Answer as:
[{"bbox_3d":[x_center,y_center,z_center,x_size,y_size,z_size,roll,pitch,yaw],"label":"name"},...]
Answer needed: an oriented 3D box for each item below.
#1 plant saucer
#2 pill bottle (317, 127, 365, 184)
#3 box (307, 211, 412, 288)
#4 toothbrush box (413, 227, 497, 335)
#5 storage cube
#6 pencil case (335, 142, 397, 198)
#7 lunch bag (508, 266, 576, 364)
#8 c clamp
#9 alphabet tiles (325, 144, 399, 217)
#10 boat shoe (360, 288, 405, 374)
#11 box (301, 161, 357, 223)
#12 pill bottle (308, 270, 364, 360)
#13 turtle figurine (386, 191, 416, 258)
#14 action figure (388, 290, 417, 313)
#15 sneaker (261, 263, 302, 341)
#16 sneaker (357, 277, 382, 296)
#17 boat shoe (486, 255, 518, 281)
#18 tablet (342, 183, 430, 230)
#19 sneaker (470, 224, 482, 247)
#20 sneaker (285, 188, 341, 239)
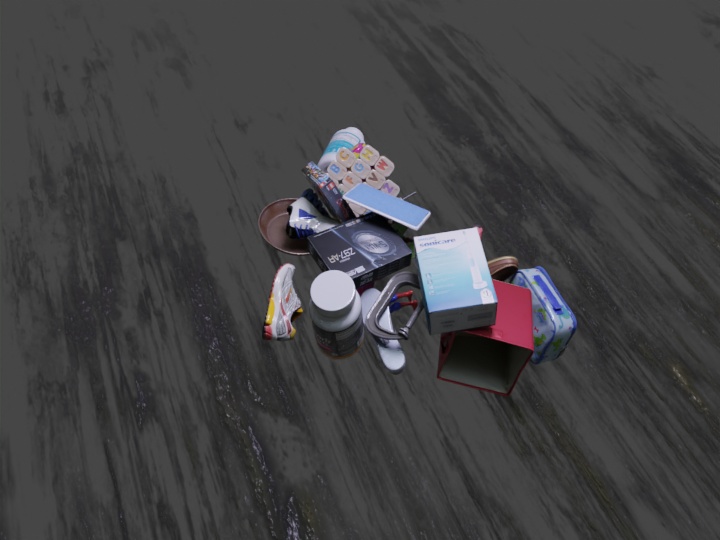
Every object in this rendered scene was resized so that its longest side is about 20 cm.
[{"bbox_3d":[-0.165,-0.104,1.715,0.194,0.037,0.204,8,46,-9],"label":"plant saucer"},{"bbox_3d":[-0.047,-0.322,1.901,0.108,0.113,0.202,19,45,4],"label":"pill bottle"},{"bbox_3d":[-0.003,-0.044,1.545,0.196,0.044,0.161,-22,53,-22],"label":"box"},{"bbox_3d":[0.196,0.020,1.416,0.142,0.086,0.204,-9,52,0],"label":"toothbrush box"},{"bbox_3d":[0.277,0.140,1.509,0.194,0.174,0.183,14,44,-1],"label":"storage cube"},{"bbox_3d":[0.021,-0.242,1.795,0.202,0.087,0.089,55,43,-18],"label":"pencil case"},{"bbox_3d":[0.419,0.104,1.590,0.080,0.163,0.203,-8,48,-21],"label":"lunch bag"},{"bbox_3d":[0.108,0.076,1.465,0.169,0.027,0.201,28,69,33],"label":"c clamp"},{"bbox_3d":[-0.002,-0.218,1.752,0.193,0.202,0.015,33,16,-15],"label":"alphabet tiles"},{"bbox_3d":[0.051,0.140,1.508,0.068,0.067,0.204,-23,66,-6],"label":"boat shoe"},{"bbox_3d":[-0.061,-0.162,1.661,0.037,0.201,0.137,-37,36,-3],"label":"box"},{"bbox_3d":[-0.051,0.096,1.428,0.112,0.202,0.119,-2,56,3],"label":"pill bottle"},{"bbox_3d":[0.121,-0.113,1.695,0.193,0.149,0.194,-4,13,-8],"label":"turtle figurine"},{"bbox_3d":[0.034,0.092,1.577,0.194,0.053,0.066,-7,43,-15],"label":"action figure"},{"bbox_3d":[-0.170,0.076,1.526,0.080,0.079,0.205,12,55,-9],"label":"sneaker"},{"bbox_3d":[0.000,0.000,1.624,0.086,0.084,0.200,17,21,16],"label":"sneaker"},{"bbox_3d":[0.298,0.036,1.624,0.072,0.197,0.069,33,36,-42],"label":"boat shoe"},{"bbox_3d":[0.063,-0.153,1.600,0.195,0.014,0.130,24,28,12],"label":"tablet"},{"bbox_3d":[0.293,-0.034,1.766,0.086,0.074,0.202,32,50,-2],"label":"sneaker"},{"bbox_3d":[-0.119,-0.100,1.655,0.114,0.081,0.200,-31,66,-21],"label":"sneaker"}]
